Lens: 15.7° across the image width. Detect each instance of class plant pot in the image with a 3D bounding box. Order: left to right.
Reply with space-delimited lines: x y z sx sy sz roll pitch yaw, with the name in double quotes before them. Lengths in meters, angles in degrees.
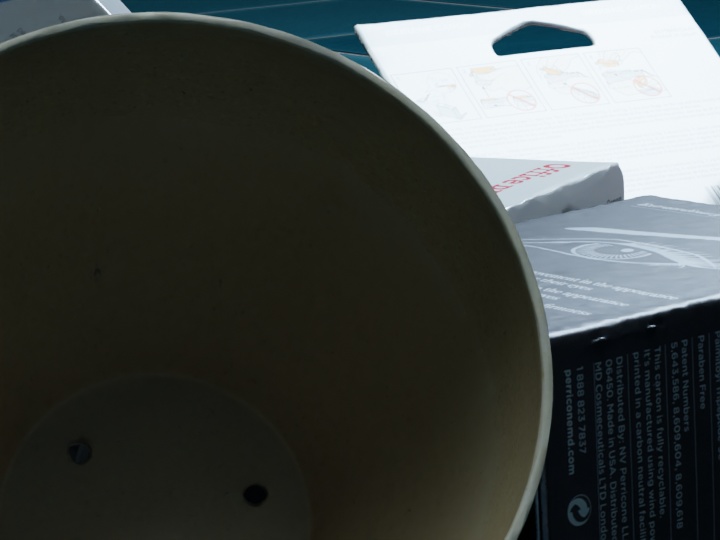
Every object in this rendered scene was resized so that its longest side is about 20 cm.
"plant pot" -0.055 0.050 0.722 0.199 0.202 0.135 -4 -24 -7

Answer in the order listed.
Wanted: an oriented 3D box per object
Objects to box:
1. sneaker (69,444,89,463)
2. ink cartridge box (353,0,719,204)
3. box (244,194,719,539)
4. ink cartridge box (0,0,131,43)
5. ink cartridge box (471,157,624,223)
"sneaker" -0.024 0.046 0.930 0.199 0.081 0.075 -8 9 -18
"ink cartridge box" 0.110 -0.060 1.303 0.199 0.044 0.174 -8 47 -25
"box" 0.079 0.046 0.842 0.199 0.105 0.148 -11 13 -38
"ink cartridge box" -0.189 -0.059 1.101 0.200 0.147 0.145 -43 11 3
"ink cartridge box" 0.000 0.000 1.146 0.199 0.084 0.145 3 13 28
